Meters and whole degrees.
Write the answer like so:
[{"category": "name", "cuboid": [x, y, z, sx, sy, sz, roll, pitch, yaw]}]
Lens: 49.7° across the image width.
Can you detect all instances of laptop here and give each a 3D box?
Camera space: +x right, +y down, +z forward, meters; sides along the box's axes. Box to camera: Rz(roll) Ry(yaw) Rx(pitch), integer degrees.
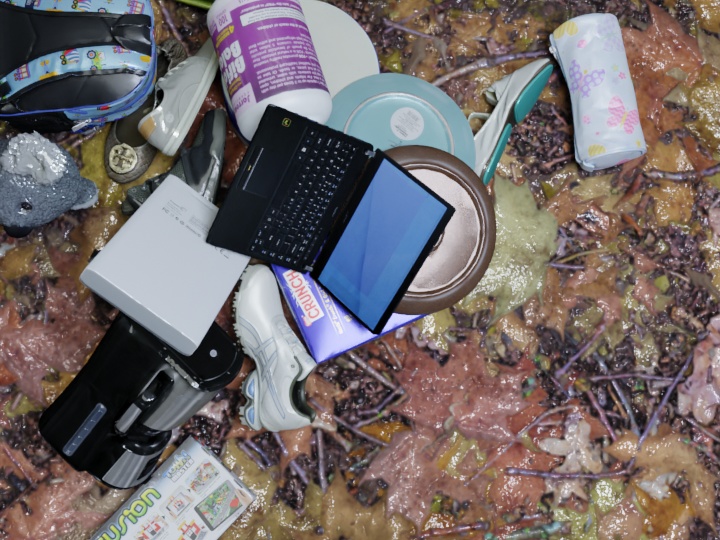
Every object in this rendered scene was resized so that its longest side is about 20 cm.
[{"category": "laptop", "cuboid": [-0.037, -0.049, 0.829, 0.200, 0.103, 0.177, 18, 116, -25]}]

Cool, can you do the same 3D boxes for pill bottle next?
[{"category": "pill bottle", "cuboid": [-0.097, -0.214, 0.886, 0.112, 0.112, 0.200, -17, 82, -7]}]

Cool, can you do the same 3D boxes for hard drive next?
[{"category": "hard drive", "cuboid": [-0.196, -0.013, 0.841, 0.132, 0.200, 0.027, 38, 124, -12]}]

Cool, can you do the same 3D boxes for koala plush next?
[{"category": "koala plush", "cuboid": [-0.414, -0.105, 0.890, 0.200, 0.177, 0.184, -2, 75, 1]}]

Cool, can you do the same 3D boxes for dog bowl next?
[{"category": "dog bowl", "cuboid": [-0.075, -0.236, 0.989, 0.200, 0.079, 0.200, 1, 81, -5]}]

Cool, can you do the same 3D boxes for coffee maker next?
[{"category": "coffee maker", "cuboid": [-0.256, 0.112, 0.862, 0.200, 0.135, 0.192, -47, 66, 23]}]

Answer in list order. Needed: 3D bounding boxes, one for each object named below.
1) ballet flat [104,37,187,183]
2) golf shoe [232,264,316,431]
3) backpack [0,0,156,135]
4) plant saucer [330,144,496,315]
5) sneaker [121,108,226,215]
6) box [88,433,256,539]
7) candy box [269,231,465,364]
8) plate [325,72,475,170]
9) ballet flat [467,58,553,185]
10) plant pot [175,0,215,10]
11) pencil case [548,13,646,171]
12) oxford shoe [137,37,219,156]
[{"category": "ballet flat", "cuboid": [-0.272, -0.206, 0.983, 0.067, 0.046, 0.200, 22, 80, 0]}, {"category": "golf shoe", "cuboid": [-0.091, 0.090, 0.913, 0.097, 0.078, 0.200, -1, 99, 27]}, {"category": "backpack", "cuboid": [-0.332, -0.256, 0.928, 0.200, 0.135, 0.183, -5, 80, 4]}, {"category": "plant saucer", "cuboid": [0.066, -0.046, 0.900, 0.200, 0.034, 0.201, 0, 94, -7]}, {"category": "sneaker", "cuboid": [-0.228, -0.113, 0.957, 0.114, 0.076, 0.200, 15, 85, -9]}, {"category": "box", "cuboid": [-0.230, 0.303, 0.910, 0.110, 0.035, 0.200, 44, 80, 3]}, {"category": "candy box", "cuboid": [0.000, 0.000, 0.958, 0.200, 0.077, 0.169, -23, 85, -9]}, {"category": "plate", "cuboid": [0.044, -0.146, 0.934, 0.200, 0.026, 0.201, 1, 81, -6]}, {"category": "ballet flat", "cuboid": [0.180, -0.205, 1.018, 0.069, 0.069, 0.200, 31, 80, 1]}, {"category": "plant pot", "cuboid": [-0.219, -0.443, 0.958, 0.199, 0.181, 0.200, 15, 80, -2]}, {"category": "pencil case", "cuboid": [0.310, -0.234, 1.019, 0.091, 0.083, 0.200, -10, 82, -8]}, {"category": "oxford shoe", "cuboid": [-0.216, -0.225, 0.948, 0.058, 0.075, 0.200, 28, 52, -17]}]
